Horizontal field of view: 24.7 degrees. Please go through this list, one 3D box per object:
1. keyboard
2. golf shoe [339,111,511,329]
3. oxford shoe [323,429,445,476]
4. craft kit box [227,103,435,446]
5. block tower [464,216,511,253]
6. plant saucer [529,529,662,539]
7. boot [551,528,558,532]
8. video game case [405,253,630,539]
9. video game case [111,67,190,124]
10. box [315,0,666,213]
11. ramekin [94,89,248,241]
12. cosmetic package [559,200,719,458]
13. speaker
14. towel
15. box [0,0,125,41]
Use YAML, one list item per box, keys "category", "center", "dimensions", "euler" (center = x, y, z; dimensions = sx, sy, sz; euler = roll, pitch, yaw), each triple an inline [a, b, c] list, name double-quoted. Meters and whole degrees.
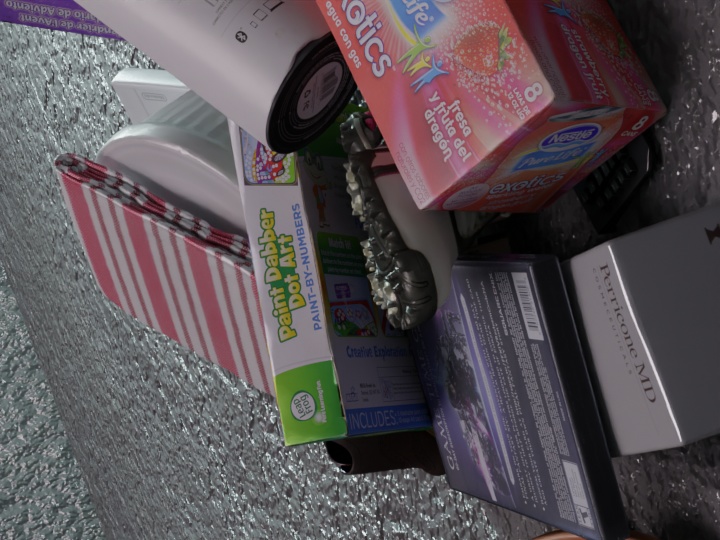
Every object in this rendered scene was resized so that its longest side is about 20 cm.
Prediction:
- category: "keyboard"
  center: [0.091, -0.108, 0.891]
  dimensions: [0.127, 0.021, 0.200]
  euler: [111, 138, -61]
- category: "golf shoe"
  center: [0.037, -0.040, 0.847]
  dimensions: [0.200, 0.088, 0.077]
  euler: [-96, -6, -63]
- category: "oxford shoe"
  center: [0.010, 0.106, 1.119]
  dimensions: [0.071, 0.073, 0.200]
  euler: [44, 180, 36]
- category: "craft kit box"
  center: [0.000, 0.000, 0.977]
  dimensions: [0.200, 0.048, 0.198]
  euler: [7, -106, -65]
- category: "block tower"
  center: [0.061, -0.016, 0.979]
  dimensions: [0.058, 0.054, 0.200]
  euler: [-92, -13, -83]
- category: "plant saucer"
  center: [0.137, 0.237, 0.895]
  dimensions: [0.200, 0.032, 0.201]
  euler: [4, 97, 29]
- category: "boot"
  center: [0.096, 0.252, 0.986]
  dimensions: [0.072, 0.154, 0.200]
  euler: [40, 143, 57]
- category: "video game case"
  center: [0.073, 0.061, 0.875]
  dimensions: [0.200, 0.019, 0.143]
  euler: [-176, 70, -72]
- category: "video game case"
  center: [-0.075, -0.063, 1.196]
  dimensions: [0.200, 0.024, 0.182]
  euler: [10, 136, 42]
- category: "box"
  center: [0.050, -0.135, 0.814]
  dimensions: [0.095, 0.103, 0.200]
  euler: [-39, 65, 34]
- category: "ramekin"
  center: [-0.076, -0.039, 1.113]
  dimensions: [0.202, 0.094, 0.203]
  euler: [29, 147, 21]
- category: "cosmetic package"
  center: [0.129, 0.041, 0.839]
  dimensions: [0.102, 0.071, 0.200]
  euler: [71, 160, 5]
- category: "speaker"
  center: [-0.095, -0.149, 0.876]
  dimensions: [0.200, 0.081, 0.081]
  euler: [37, 147, 20]
- category: "towel"
  center: [-0.111, 0.007, 1.094]
  dimensions: [0.200, 0.030, 0.146]
  euler: [28, 149, 24]
- category: "box"
  center: [-0.185, -0.251, 1.213]
  dimensions: [0.039, 0.137, 0.200]
  euler: [95, -175, -49]
